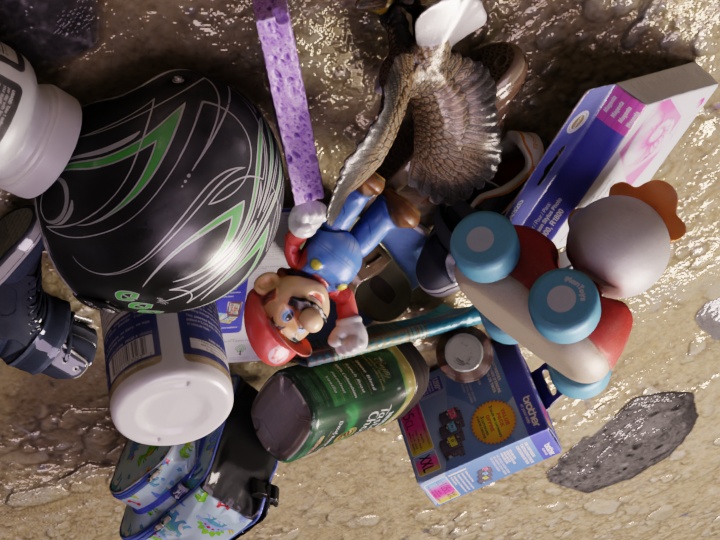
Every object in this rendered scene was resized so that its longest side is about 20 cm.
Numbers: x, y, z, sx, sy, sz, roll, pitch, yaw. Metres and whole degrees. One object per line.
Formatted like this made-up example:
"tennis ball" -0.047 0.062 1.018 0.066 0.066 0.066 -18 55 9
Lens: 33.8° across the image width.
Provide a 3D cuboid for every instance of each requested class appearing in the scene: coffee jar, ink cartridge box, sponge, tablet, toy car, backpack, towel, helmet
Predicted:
"coffee jar" -0.017 0.138 1.305 0.199 0.085 0.104 -15 151 -44
"ink cartridge box" 0.238 -0.103 1.151 0.200 0.043 0.197 -22 150 -44
"sponge" -0.065 -0.163 0.989 0.030 0.112 0.201 -13 138 -3
"tablet" -0.007 0.013 1.275 0.200 0.014 0.130 -39 135 23
"toy car" 0.208 -0.015 1.100 0.200 0.177 0.184 -47 152 -9
"backpack" -0.190 0.224 1.321 0.147 0.183 0.200 35 122 -16
"ink cartridge box" 0.150 0.172 1.409 0.199 0.137 0.076 -24 144 7
"towel" 0.024 0.067 1.251 0.199 0.022 0.147 -13 -179 -14
"ink cartridge box" -0.113 0.009 1.202 0.099 0.039 0.201 -1 129 -18
"helmet" -0.159 -0.065 1.010 0.190 0.201 0.200 -17 140 17

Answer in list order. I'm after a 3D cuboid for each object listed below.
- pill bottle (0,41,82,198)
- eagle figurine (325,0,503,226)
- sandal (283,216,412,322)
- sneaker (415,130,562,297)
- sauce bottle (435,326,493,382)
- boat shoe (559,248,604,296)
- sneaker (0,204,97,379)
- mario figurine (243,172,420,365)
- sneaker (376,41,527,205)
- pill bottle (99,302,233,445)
"pill bottle" -0.326 -0.139 0.919 0.116 0.117 0.200 -40 134 23
"eagle figurine" 0.040 -0.144 1.006 0.151 0.151 0.201 -3 96 13
"sandal" 0.001 0.000 1.195 0.080 0.057 0.201 -48 137 5
"sneaker" 0.112 -0.062 1.188 0.079 0.079 0.200 25 112 -44
"sauce bottle" 0.112 0.092 1.291 0.066 0.066 0.200 -22 174 5
"boat shoe" 0.235 0.015 1.270 0.071 0.070 0.200 -22 167 -34
"sneaker" -0.300 0.027 1.127 0.146 0.077 0.202 27 133 -26
"mario figurine" -0.026 0.007 1.085 0.200 0.123 0.106 -53 174 0
"sneaker" 0.098 -0.134 1.111 0.075 0.071 0.200 22 135 -31
"pill bottle" -0.187 0.053 1.112 0.110 0.201 0.111 -9 139 -8
